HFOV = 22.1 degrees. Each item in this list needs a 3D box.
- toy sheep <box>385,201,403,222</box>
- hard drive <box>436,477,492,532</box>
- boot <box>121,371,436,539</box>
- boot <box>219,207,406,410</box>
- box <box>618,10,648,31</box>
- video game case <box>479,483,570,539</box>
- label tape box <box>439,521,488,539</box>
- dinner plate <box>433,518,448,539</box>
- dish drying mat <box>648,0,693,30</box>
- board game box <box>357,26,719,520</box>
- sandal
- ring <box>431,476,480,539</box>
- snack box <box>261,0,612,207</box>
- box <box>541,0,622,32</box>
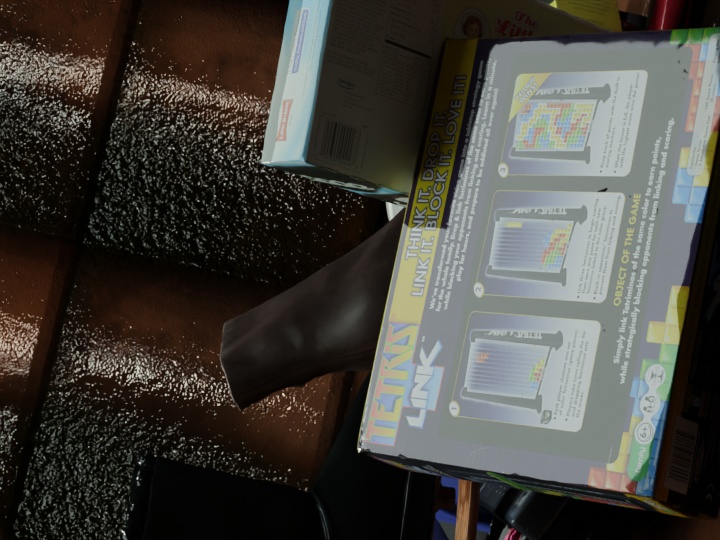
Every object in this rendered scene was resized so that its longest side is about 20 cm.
[{"bbox_3d":[0.079,-0.065,1.325,0.200,0.137,0.139,-35,-29,-43],"label":"toy sheep"},{"bbox_3d":[0.052,0.130,1.148,0.200,0.131,0.026,115,168,-74],"label":"hard drive"},{"bbox_3d":[-0.043,0.124,0.980,0.074,0.161,0.200,106,170,-59],"label":"boot"},{"bbox_3d":[0.000,0.000,1.029,0.200,0.165,0.073,-94,-16,-68],"label":"boot"},{"bbox_3d":[0.139,-0.092,1.173,0.200,0.037,0.138,-60,-17,-85],"label":"box"},{"bbox_3d":[0.109,0.065,0.931,0.143,0.019,0.200,-53,1,-4],"label":"video game case"},{"bbox_3d":[0.085,0.089,1.326,0.145,0.063,0.201,-82,5,-47],"label":"label tape box"},{"bbox_3d":[0.059,0.249,1.154,0.200,0.024,0.202,-6,-90,-87],"label":"dinner plate"},{"bbox_3d":[0.159,-0.068,1.060,0.077,0.018,0.202,-73,-5,-80],"label":"dish drying mat"},{"bbox_3d":[0.093,-0.002,0.815,0.164,0.056,0.202,4,78,44],"label":"board game box"},{"bbox_3d":[0.079,0.158,0.972,0.201,0.045,0.075,-54,6,31],"label":"sandal"},{"bbox_3d":[0.048,0.140,0.943,0.200,0.019,0.203,-173,90,-86],"label":"ring"},{"bbox_3d":[0.046,-0.086,0.907,0.037,0.199,0.117,3,80,49],"label":"snack box"},{"bbox_3d":[0.114,-0.090,1.032,0.075,0.050,0.202,-35,55,53],"label":"box"}]
